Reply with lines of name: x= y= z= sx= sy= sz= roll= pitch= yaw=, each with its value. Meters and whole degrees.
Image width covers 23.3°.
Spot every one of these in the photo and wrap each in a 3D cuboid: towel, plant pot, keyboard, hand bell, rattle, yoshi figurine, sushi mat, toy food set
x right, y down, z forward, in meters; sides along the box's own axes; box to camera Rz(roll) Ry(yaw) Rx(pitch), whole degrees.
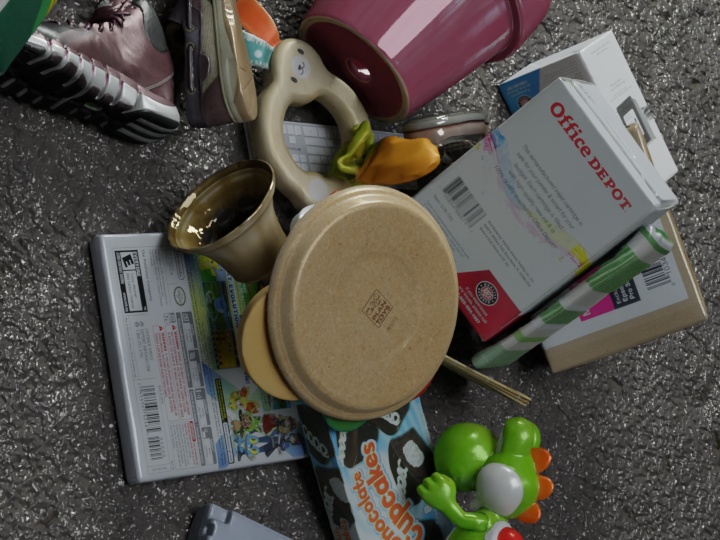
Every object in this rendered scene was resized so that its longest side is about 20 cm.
towel: x=0.195 y=0.025 z=1.593 sx=0.023 sy=0.199 sz=0.152 roll=56 pitch=11 yaw=9
plant pot: x=0.047 y=-0.241 z=1.598 sx=0.179 sy=0.199 sz=0.200 roll=-49 pitch=111 yaw=-23
keyboard: x=-0.025 y=-0.106 z=1.604 sx=0.199 sy=0.011 sz=0.057 roll=2 pitch=77 yaw=-42
hand bell: x=-0.066 y=0.016 z=1.468 sx=0.200 sy=0.104 sz=0.104 roll=55 pitch=48 yaw=-31
rattle: x=-0.036 y=-0.157 z=1.519 sx=0.129 sy=0.143 sz=0.202 roll=-22 pitch=96 yaw=-22
yoshi figurine: x=0.091 y=0.218 z=1.520 sx=0.111 sy=0.112 sz=0.201 roll=22 pitch=82 yaw=-10
sushi mat: x=0.057 y=0.072 z=1.574 sx=0.199 sy=0.095 sz=0.012 roll=28 pitch=87 yaw=-33
toy food set: x=0.001 y=0.031 z=1.442 sx=0.197 sy=0.048 sz=0.201 roll=28 pitch=79 yaw=-34

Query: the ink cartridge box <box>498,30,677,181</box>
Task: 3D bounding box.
ink cartridge box: x=0.239 y=-0.127 z=1.777 sx=0.067 sy=0.115 sz=0.201 roll=-36 pitch=103 yaw=-43

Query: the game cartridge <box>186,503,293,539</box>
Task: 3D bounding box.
game cartridge: x=-0.098 y=0.305 z=1.404 sx=0.133 sy=0.041 sz=0.201 roll=34 pitch=57 yaw=-35

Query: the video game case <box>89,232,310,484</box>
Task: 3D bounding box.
video game case: x=-0.131 y=0.067 z=1.452 sx=0.181 sy=0.022 sz=0.202 roll=-3 pitch=79 yaw=-43

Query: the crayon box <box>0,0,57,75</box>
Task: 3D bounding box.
crayon box: x=-0.282 y=-0.243 z=1.333 sx=0.052 sy=0.125 sz=0.201 roll=80 pitch=31 yaw=-50

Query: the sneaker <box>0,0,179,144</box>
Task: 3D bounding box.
sneaker: x=-0.227 y=-0.187 z=1.413 sx=0.199 sy=0.075 sz=0.117 roll=27 pitch=55 yaw=-46

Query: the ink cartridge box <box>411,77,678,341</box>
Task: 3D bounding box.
ink cartridge box: x=0.162 y=-0.058 z=1.582 sx=0.146 sy=0.200 sz=0.144 roll=55 pitch=19 yaw=8

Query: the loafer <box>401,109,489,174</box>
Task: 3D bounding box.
loafer: x=0.088 y=-0.116 z=1.627 sx=0.200 sy=0.071 sz=0.063 roll=-25 pitch=107 yaw=-74

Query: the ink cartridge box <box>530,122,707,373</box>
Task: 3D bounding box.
ink cartridge box: x=0.227 y=-0.022 z=1.695 sx=0.075 sy=0.164 sz=0.201 roll=-39 pitch=107 yaw=-79

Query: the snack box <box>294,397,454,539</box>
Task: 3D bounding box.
snack box: x=0.018 y=0.182 z=1.519 sx=0.116 sy=0.037 sz=0.202 roll=-28 pitch=108 yaw=-43

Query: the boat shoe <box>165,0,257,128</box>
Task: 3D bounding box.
boat shoe: x=-0.135 y=-0.209 z=1.489 sx=0.072 sy=0.064 sz=0.201 roll=68 pitch=7 yaw=-65

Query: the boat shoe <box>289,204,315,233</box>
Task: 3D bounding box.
boat shoe: x=0.000 y=0.000 z=1.555 sx=0.199 sy=0.068 sz=0.072 roll=19 pitch=45 yaw=-46
